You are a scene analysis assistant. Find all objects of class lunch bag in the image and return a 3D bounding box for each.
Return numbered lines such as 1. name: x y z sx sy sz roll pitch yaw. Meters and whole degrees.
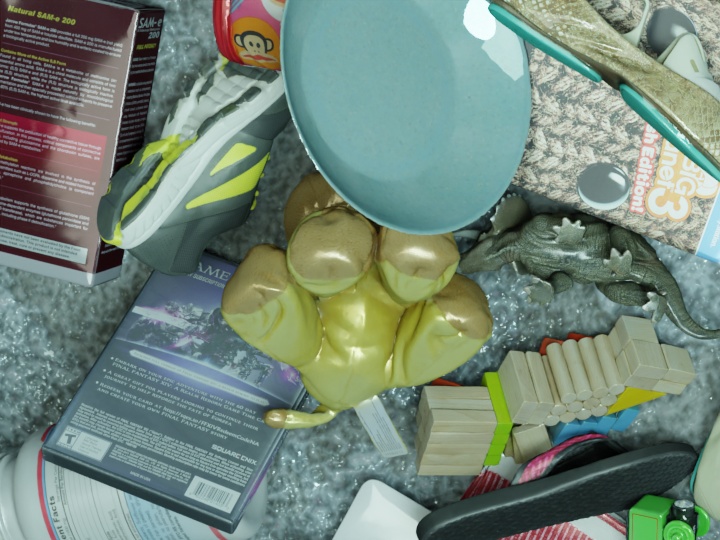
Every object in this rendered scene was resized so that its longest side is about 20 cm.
1. lunch bag: -0.019 -0.217 1.454 0.082 0.200 0.177 11 100 21

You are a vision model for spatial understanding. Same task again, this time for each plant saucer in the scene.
1. plant saucer: 0.021 -0.119 1.381 0.039 0.200 0.202 -11 95 51

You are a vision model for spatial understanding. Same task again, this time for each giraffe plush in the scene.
1. giraffe plush: 0.000 0.000 1.492 0.172 0.163 0.201 -4 134 3

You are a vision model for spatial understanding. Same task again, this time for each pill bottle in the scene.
1. pill bottle: -0.175 0.155 1.592 0.199 0.109 0.109 -13 93 17

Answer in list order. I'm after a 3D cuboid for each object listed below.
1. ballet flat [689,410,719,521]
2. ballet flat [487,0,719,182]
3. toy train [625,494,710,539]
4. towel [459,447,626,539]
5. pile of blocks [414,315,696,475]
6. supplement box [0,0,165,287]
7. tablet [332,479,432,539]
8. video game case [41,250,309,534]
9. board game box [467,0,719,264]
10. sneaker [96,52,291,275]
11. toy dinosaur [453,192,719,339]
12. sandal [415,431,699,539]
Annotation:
1. ballet flat: 0.275 0.078 1.475 0.069 0.069 0.201 16 106 13
2. ballet flat: 0.171 -0.133 1.382 0.200 0.071 0.065 38 91 5
3. toy train: 0.205 0.247 1.520 0.056 0.042 0.201 9 110 29
4. towel: 0.105 0.239 1.569 0.144 0.023 0.201 34 104 9
5. pile of blocks: 0.127 0.083 1.530 0.199 0.082 0.062 -16 48 3
6. supplement box: -0.213 -0.099 1.596 0.108 0.061 0.201 14 101 13
7. tablet: 0.061 0.248 1.564 0.199 0.014 0.131 30 103 8
8. video game case: -0.110 0.076 1.537 0.142 0.200 0.019 20 142 12
9. board game box: 0.178 -0.116 1.465 0.199 0.097 0.160 21 102 13
10. sneaker: -0.097 -0.081 1.568 0.200 0.085 0.074 -45 40 0
11. toy dinosaur: 0.158 -0.009 1.489 0.199 0.102 0.077 9 110 0
12. sandal: 0.131 0.141 1.509 0.199 0.075 0.045 -14 59 -2
